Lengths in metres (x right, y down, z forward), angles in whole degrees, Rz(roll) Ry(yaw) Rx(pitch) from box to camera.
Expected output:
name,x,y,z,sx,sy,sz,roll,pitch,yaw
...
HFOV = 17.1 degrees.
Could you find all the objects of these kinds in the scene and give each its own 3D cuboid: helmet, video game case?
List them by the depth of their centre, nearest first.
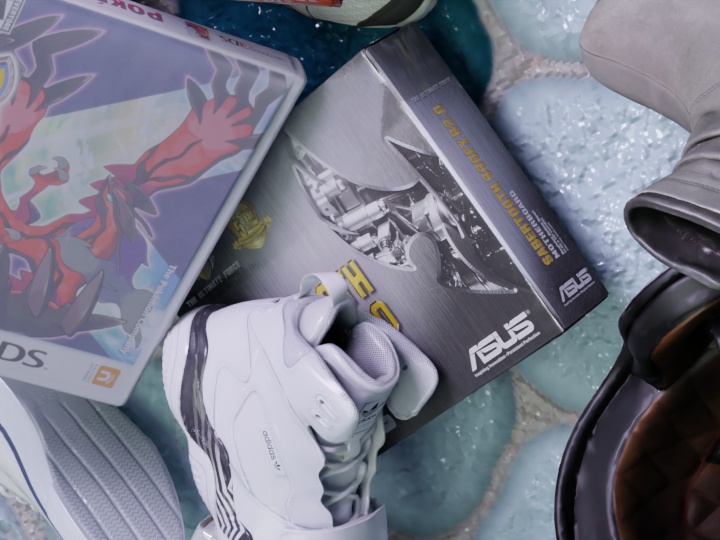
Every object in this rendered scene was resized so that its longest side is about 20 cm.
name,x,y,z,sx,sy,sz,roll,pitch,yaw
helmet,0.185,0.087,1.007,0.200,0.200,0.191,32,148,15
video game case,-0.147,-0.037,1.081,0.182,0.023,0.200,16,119,-28

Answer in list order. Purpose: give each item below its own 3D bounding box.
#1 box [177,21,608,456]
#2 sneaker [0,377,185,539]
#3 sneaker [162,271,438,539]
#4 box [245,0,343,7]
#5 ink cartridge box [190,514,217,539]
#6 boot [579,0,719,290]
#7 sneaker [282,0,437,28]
name,x,y,z,sx,sy,sz,roll,pitch,yaw
box,0.000,0.000,1.151,0.200,0.048,0.159,-36,89,41
sneaker,-0.162,0.100,1.281,0.200,0.073,0.071,54,139,22
sneaker,-0.014,0.098,1.117,0.115,0.075,0.201,-25,86,43
box,-0.049,-0.217,1.028,0.099,0.095,0.201,4,91,2
ink cartridge box,-0.046,0.228,1.257,0.146,0.083,0.200,36,122,12
boot,0.144,-0.054,0.961,0.200,0.131,0.068,23,136,35
sneaker,-0.059,-0.159,1.114,0.200,0.088,0.076,25,117,17
